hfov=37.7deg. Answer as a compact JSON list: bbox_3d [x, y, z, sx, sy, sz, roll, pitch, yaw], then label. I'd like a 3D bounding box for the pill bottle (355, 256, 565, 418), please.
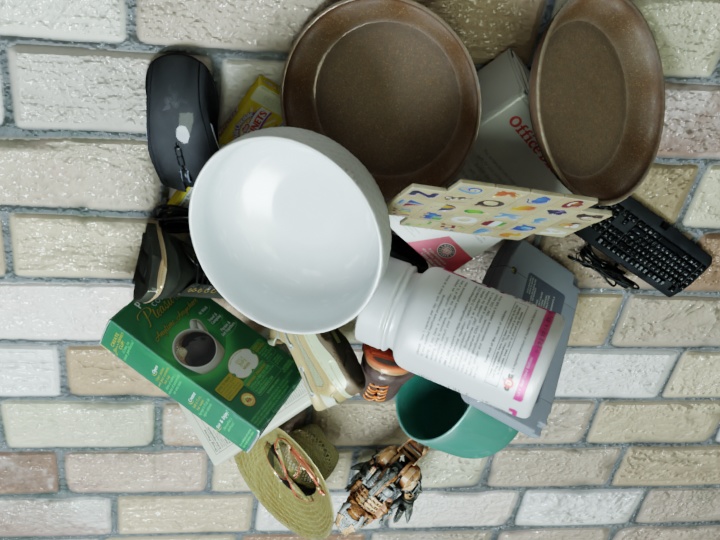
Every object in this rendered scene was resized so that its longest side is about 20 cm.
[{"bbox_3d":[0.102,0.065,1.098,0.198,0.114,0.114,22,132,11],"label":"pill bottle"}]

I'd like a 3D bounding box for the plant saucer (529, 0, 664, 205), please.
[{"bbox_3d":[0.220,-0.164,1.005,0.036,0.202,0.200,5,152,48],"label":"plant saucer"}]

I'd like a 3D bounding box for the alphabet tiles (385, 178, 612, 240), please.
[{"bbox_3d":[0.125,-0.055,0.996,0.198,0.006,0.166,7,168,-15],"label":"alphabet tiles"}]

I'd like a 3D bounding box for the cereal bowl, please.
[{"bbox_3d":[-0.059,-0.046,1.008,0.198,0.083,0.202,9,119,17],"label":"cereal bowl"}]

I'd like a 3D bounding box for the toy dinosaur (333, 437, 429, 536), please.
[{"bbox_3d":[0.046,0.273,1.385,0.198,0.103,0.136,-24,161,-11],"label":"toy dinosaur"}]

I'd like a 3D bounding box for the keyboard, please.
[{"bbox_3d":[0.324,-0.014,1.237,0.199,0.040,0.104,29,122,-29],"label":"keyboard"}]

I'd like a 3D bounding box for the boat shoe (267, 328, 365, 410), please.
[{"bbox_3d":[-0.072,0.057,1.147,0.076,0.201,0.072,-31,166,18],"label":"boat shoe"}]

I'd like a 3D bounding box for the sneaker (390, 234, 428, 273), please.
[{"bbox_3d":[-0.001,-0.002,1.182,0.199,0.060,0.104,30,117,-35],"label":"sneaker"}]

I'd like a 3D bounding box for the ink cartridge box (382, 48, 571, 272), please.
[{"bbox_3d":[0.120,-0.107,1.088,0.199,0.085,0.145,-33,129,22],"label":"ink cartridge box"}]

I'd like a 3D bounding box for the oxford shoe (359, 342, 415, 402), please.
[{"bbox_3d":[0.031,0.121,1.210,0.070,0.200,0.073,17,91,5],"label":"oxford shoe"}]

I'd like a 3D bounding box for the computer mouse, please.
[{"bbox_3d":[-0.145,-0.109,1.038,0.139,0.046,0.202,6,124,3],"label":"computer mouse"}]

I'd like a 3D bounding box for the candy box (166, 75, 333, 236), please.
[{"bbox_3d":[-0.116,-0.101,1.095,0.102,0.027,0.200,27,123,-25],"label":"candy box"}]

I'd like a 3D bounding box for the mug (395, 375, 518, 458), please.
[{"bbox_3d":[0.143,0.140,1.272,0.114,0.153,0.185,25,126,-33],"label":"mug"}]

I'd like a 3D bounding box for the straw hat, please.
[{"bbox_3d":[-0.075,0.248,1.379,0.085,0.200,0.202,-37,146,-35],"label":"straw hat"}]

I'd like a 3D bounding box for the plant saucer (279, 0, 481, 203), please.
[{"bbox_3d":[0.021,-0.161,1.006,0.198,0.037,0.203,6,109,17],"label":"plant saucer"}]

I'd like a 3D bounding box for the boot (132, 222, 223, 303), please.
[{"bbox_3d":[-0.159,0.001,1.082,0.137,0.200,0.078,13,96,-13],"label":"boot"}]

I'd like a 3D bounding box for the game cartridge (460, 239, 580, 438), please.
[{"bbox_3d":[0.181,0.074,1.206,0.132,0.202,0.041,29,159,-27],"label":"game cartridge"}]

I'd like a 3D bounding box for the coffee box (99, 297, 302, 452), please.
[{"bbox_3d":[-0.168,0.094,1.147,0.199,0.123,0.044,35,128,2],"label":"coffee box"}]

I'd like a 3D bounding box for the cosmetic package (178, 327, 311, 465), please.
[{"bbox_3d":[-0.112,0.134,1.250,0.199,0.104,0.073,-34,174,23],"label":"cosmetic package"}]
